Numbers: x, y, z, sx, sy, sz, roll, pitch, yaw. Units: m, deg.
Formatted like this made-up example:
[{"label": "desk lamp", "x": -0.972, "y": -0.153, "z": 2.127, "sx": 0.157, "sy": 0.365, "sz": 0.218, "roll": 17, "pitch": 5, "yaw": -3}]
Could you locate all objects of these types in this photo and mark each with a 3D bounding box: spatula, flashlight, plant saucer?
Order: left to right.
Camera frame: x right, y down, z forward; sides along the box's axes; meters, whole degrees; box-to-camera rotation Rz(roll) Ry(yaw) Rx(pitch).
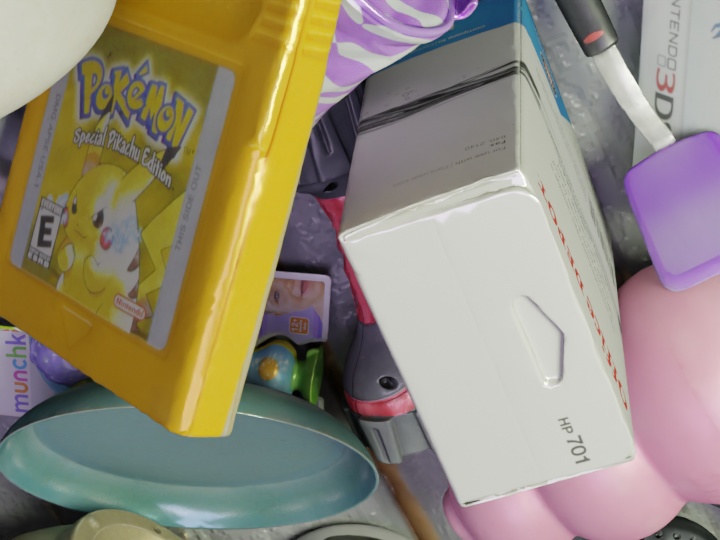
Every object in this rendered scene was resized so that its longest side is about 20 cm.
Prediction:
[{"label": "plant saucer", "x": -0.089, "y": 0.095, "z": 0.920, "sx": 0.199, "sy": 0.028, "sz": 0.200, "roll": 1, "pitch": 156, "yaw": 1}, {"label": "flashlight", "x": 0.000, "y": 0.000, "z": 0.883, "sx": 0.068, "sy": 0.068, "sz": 0.201, "roll": -14, "pitch": 118, "yaw": 12}, {"label": "spatula", "x": 0.122, "y": -0.089, "z": 0.811, "sx": 0.056, "sy": 0.021, "sz": 0.201, "roll": -27, "pitch": 94, "yaw": 27}]

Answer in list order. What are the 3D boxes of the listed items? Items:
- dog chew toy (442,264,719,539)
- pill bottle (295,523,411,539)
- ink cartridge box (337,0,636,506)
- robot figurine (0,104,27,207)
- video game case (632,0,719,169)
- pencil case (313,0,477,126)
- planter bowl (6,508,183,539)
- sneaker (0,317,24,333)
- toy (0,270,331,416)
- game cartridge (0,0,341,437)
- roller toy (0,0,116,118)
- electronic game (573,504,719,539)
[{"label": "dog chew toy", "x": 0.130, "y": 0.078, "z": 0.874, "sx": 0.200, "sy": 0.125, "sz": 0.125, "roll": -32, "pitch": 112, "yaw": 15}, {"label": "pill bottle", "x": -0.010, "y": 0.239, "z": 0.943, "sx": 0.112, "sy": 0.200, "sz": 0.113, "roll": 3, "pitch": 120, "yaw": 5}, {"label": "ink cartridge box", "x": 0.060, "y": -0.016, "z": 0.790, "sx": 0.086, "sy": 0.200, "sz": 0.147, "roll": -17, "pitch": 116, "yaw": 15}, {"label": "robot figurine", "x": -0.233, "y": -0.065, "z": 0.845, "sx": 0.199, "sy": 0.113, "sz": 0.170, "roll": -23, "pitch": 148, "yaw": 17}, {"label": "video game case", "x": 0.210, "y": -0.071, "z": 0.772, "sx": 0.200, "sy": 0.022, "sz": 0.183, "roll": 25, "pitch": 135, "yaw": 32}, {"label": "pencil case", "x": -0.044, "y": -0.081, "z": 0.772, "sx": 0.085, "sy": 0.084, "sz": 0.200, "roll": 29, "pitch": 135, "yaw": -24}, {"label": "planter bowl", "x": -0.146, "y": 0.218, "z": 0.956, "sx": 0.200, "sy": 0.200, "sz": 0.135, "roll": 38, "pitch": 110, "yaw": -15}, {"label": "sneaker", "x": -0.166, "y": 0.012, "z": 0.878, "sx": 0.199, "sy": 0.072, "sz": 0.083, "roll": -23, "pitch": 92, "yaw": 12}, {"label": "toy", "x": -0.118, "y": 0.049, "z": 0.935, "sx": 0.199, "sy": 0.047, "sz": 0.116, "roll": 5, "pitch": 118, "yaw": 3}, {"label": "game cartridge", "x": -0.089, "y": -0.054, "z": 0.732, "sx": 0.032, "sy": 0.176, "sz": 0.201, "roll": 5, "pitch": 104, "yaw": -41}, {"label": "roller toy", "x": -0.194, "y": -0.142, "z": 0.684, "sx": 0.199, "sy": 0.182, "sz": 0.140, "roll": 17, "pitch": 138, "yaw": 34}, {"label": "electronic game", "x": 0.167, "y": 0.172, "z": 0.978, "sx": 0.199, "sy": 0.042, "sz": 0.201, "roll": 3, "pitch": 119, "yaw": 5}]
